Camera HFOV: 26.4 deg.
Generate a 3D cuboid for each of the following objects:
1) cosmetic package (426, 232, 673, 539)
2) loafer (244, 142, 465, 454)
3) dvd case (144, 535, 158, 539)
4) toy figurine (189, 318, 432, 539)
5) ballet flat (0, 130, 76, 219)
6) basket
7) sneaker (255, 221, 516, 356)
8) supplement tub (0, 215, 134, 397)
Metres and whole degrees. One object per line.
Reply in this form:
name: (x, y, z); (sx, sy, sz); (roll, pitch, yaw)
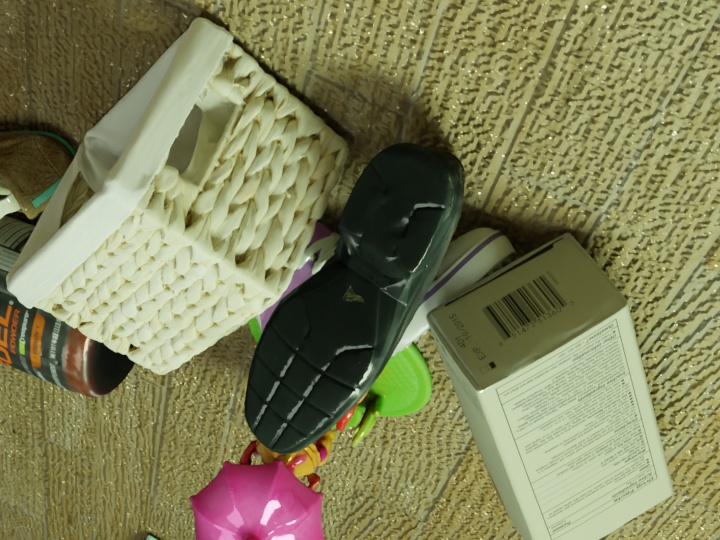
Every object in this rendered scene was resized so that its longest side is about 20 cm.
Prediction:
cosmetic package: (0.119, 0.084, 0.934); (0.071, 0.104, 0.201); (56, 171, 43)
loafer: (0.003, 0.020, 0.880); (0.073, 0.072, 0.201); (40, 109, 17)
dvd case: (-0.200, 0.360, 1.705); (0.145, 0.022, 0.200); (33, 149, -6)
toy figurine: (-0.058, 0.137, 1.095); (0.149, 0.185, 0.200); (29, 150, -2)
ballet flat: (-0.288, -0.064, 1.097); (0.198, 0.073, 0.068); (8, 144, 32)
basket: (-0.113, -0.035, 0.938); (0.123, 0.137, 0.200); (34, 149, -17)
sneaker: (-0.001, 0.000, 0.959); (0.200, 0.072, 0.115); (-33, 86, 37)
supplement tub: (-0.264, 0.017, 1.163); (0.198, 0.108, 0.107); (19, 148, 17)
